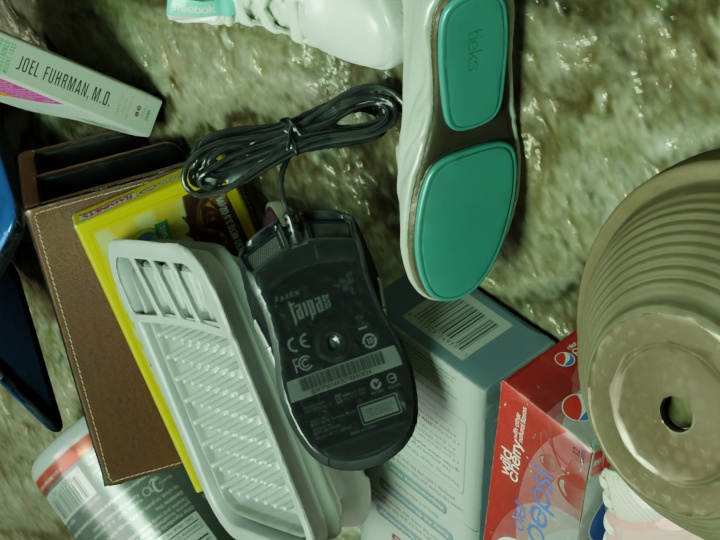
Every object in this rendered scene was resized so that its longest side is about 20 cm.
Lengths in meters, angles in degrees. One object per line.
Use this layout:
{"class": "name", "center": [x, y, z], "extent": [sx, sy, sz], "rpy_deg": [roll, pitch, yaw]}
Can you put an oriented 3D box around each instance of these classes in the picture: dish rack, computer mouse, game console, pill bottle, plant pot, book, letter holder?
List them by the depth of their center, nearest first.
{"class": "plant pot", "center": [0.168, 0.050, 1.107], "extent": [0.200, 0.093, 0.202], "rpy_deg": [17, 117, 37]}
{"class": "computer mouse", "center": [0.000, 0.000, 1.314], "extent": [0.046, 0.140, 0.201], "rpy_deg": [114, 131, -84]}
{"class": "dish rack", "center": [-0.073, 0.068, 1.401], "extent": [0.172, 0.043, 0.201], "rpy_deg": [4, 117, 65]}
{"class": "book", "center": [-0.239, -0.133, 1.491], "extent": [0.133, 0.200, 0.048], "rpy_deg": [16, 86, 46]}
{"class": "letter holder", "center": [-0.125, 0.014, 1.547], "extent": [0.101, 0.142, 0.201], "rpy_deg": [-114, 9, -65]}
{"class": "game console", "center": [-0.242, -0.020, 1.668], "extent": [0.171, 0.118, 0.200], "rpy_deg": [-59, 35, 27]}
{"class": "pill bottle", "center": [-0.128, 0.185, 1.675], "extent": [0.200, 0.116, 0.116], "rpy_deg": [53, 149, 6]}

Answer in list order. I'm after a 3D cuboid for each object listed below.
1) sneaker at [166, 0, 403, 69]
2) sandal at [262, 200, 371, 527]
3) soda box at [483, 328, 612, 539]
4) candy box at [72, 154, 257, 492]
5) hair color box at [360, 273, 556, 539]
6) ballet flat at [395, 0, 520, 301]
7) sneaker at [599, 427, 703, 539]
{"class": "sneaker", "center": [-0.060, -0.152, 1.298], "extent": [0.200, 0.088, 0.075], "rpy_deg": [34, 141, 33]}
{"class": "sandal", "center": [-0.038, 0.054, 1.426], "extent": [0.082, 0.050, 0.203], "rpy_deg": [113, 143, -70]}
{"class": "soda box", "center": [0.114, 0.131, 1.333], "extent": [0.070, 0.063, 0.200], "rpy_deg": [38, 144, 30]}
{"class": "candy box", "center": [-0.094, 0.035, 1.494], "extent": [0.026, 0.102, 0.201], "rpy_deg": [-109, -3, -66]}
{"class": "hair color box", "center": [0.054, 0.102, 1.395], "extent": [0.099, 0.061, 0.200], "rpy_deg": [36, 143, 33]}
{"class": "ballet flat", "center": [0.046, -0.079, 1.251], "extent": [0.069, 0.069, 0.201], "rpy_deg": [32, 137, 35]}
{"class": "sneaker", "center": [0.157, 0.142, 1.275], "extent": [0.105, 0.075, 0.200], "rpy_deg": [56, 146, 5]}
